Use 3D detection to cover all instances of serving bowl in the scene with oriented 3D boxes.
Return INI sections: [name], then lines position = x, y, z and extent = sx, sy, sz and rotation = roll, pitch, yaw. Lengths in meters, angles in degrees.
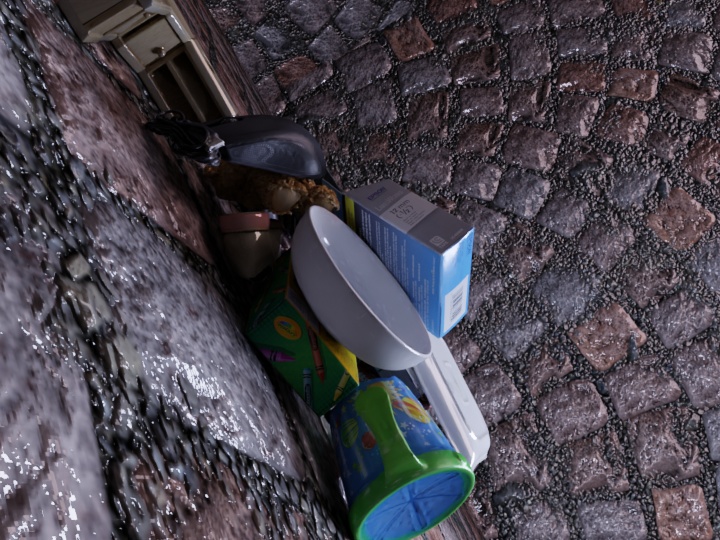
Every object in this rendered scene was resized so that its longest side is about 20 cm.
[serving bowl]
position = -0.009, 0.030, 0.696
extent = 0.200, 0.066, 0.201
rotation = 47, 13, -14

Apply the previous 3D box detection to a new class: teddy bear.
[teddy bear]
position = -0.109, -0.108, 0.787
extent = 0.199, 0.141, 0.069
rotation = 26, -71, 62

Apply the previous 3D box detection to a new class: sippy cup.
[sippy cup]
position = 0.031, 0.189, 0.673
extent = 0.137, 0.180, 0.132
rotation = 1, 41, -32

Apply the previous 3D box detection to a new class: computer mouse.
[computer mouse]
position = -0.113, -0.141, 0.691
extent = 0.197, 0.054, 0.138
rotation = 4, 20, -42

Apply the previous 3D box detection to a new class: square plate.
[square plate]
position = 0.115, 0.153, 0.848
extent = 0.204, 0.028, 0.198
rotation = 64, 11, 16

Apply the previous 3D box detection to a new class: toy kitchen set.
[toy kitchen set]
position = -0.182, -0.247, 0.706
extent = 0.183, 0.161, 0.201
rotation = 60, 3, -20

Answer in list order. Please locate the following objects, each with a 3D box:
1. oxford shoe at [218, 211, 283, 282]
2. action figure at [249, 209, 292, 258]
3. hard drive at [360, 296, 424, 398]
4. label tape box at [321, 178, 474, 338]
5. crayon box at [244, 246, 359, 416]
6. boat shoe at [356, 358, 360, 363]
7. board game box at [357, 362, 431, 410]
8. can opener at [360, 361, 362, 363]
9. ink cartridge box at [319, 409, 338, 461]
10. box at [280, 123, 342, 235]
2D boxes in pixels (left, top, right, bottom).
[oxford shoe]
position = -0.127, -0.024, 0.757
extent = 0.200, 0.069, 0.076
rotation = -24, 110, -88
[action figure]
position = -0.137, -0.077, 0.951
extent = 0.130, 0.068, 0.204
rotation = -127, -159, -55
[hard drive]
position = 0.047, 0.098, 0.869
extent = 0.142, 0.037, 0.200
rotation = 58, 11, 9
[label tape box]
position = 0.043, -0.030, 0.807
extent = 0.199, 0.066, 0.145
rotation = 36, -32, 33
[crayon box]
position = -0.063, 0.060, 0.734
extent = 0.119, 0.058, 0.200
rotation = 51, 7, -15
[boat shoe]
position = 0.002, 0.096, 0.960
extent = 0.073, 0.067, 0.200
rotation = 62, 3, 11
[board game box]
position = 0.059, 0.164, 0.936
extent = 0.102, 0.020, 0.199
rotation = 34, 6, 17
[can opener]
position = 0.034, 0.224, 1.099
extent = 0.078, 0.062, 0.205
rotation = -16, -91, 49
[ink cartridge box]
position = -0.018, 0.198, 0.817
extent = 0.199, 0.050, 0.165
rotation = 26, 34, -60
[box]
position = -0.099, -0.106, 1.070
extent = 0.166, 0.085, 0.201
rotation = 57, -17, 17
